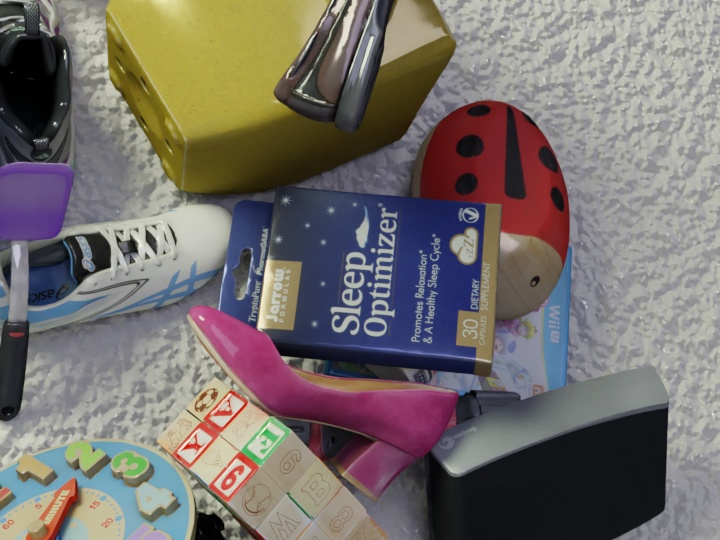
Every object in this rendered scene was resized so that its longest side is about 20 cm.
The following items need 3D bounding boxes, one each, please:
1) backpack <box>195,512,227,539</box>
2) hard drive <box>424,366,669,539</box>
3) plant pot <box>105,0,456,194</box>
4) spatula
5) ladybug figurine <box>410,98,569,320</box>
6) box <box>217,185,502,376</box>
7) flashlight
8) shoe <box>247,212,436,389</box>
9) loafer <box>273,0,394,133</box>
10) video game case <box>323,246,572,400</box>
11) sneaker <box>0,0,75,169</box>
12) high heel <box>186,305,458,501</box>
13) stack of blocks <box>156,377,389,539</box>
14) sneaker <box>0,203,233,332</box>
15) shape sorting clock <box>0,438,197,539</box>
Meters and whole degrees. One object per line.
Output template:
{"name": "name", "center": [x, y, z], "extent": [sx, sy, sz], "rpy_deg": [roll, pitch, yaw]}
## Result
{"name": "backpack", "center": [-0.061, 0.272, 0.774], "extent": [0.200, 0.182, 0.135], "rpy_deg": [42, 75, -13]}
{"name": "hard drive", "center": [0.145, 0.157, 0.895], "extent": [0.198, 0.042, 0.137], "rpy_deg": [-15, 117, -19]}
{"name": "plant pot", "center": [-0.080, -0.168, 0.897], "extent": [0.198, 0.194, 0.197], "rpy_deg": [-29, 83, -17]}
{"name": "spatula", "center": [-0.233, 0.018, 0.814], "extent": [0.056, 0.021, 0.202], "rpy_deg": [0, 116, -27]}
{"name": "ladybug figurine", "center": [0.109, -0.060, 0.959], "extent": [0.134, 0.072, 0.202], "rpy_deg": [5, 59, -15]}
{"name": "box", "center": [-0.002, 0.005, 0.847], "extent": [0.197, 0.032, 0.123], "rpy_deg": [4, 66, 5]}
{"name": "flashlight", "center": [0.025, 0.113, 0.895], "extent": [0.197, 0.069, 0.068], "rpy_deg": [2, 29, -11]}
{"name": "shoe", "center": [0.000, 0.000, 0.906], "extent": [0.200, 0.072, 0.091], "rpy_deg": [40, 67, 22]}
{"name": "loafer", "center": [-0.003, -0.193, 0.786], "extent": [0.062, 0.072, 0.203], "rpy_deg": [15, 80, 2]}
{"name": "video game case", "center": [0.074, 0.031, 0.965], "extent": [0.197, 0.018, 0.145], "rpy_deg": [11, 70, -13]}
{"name": "sneaker", "center": [-0.245, -0.169, 0.870], "extent": [0.077, 0.140, 0.202], "rpy_deg": [-15, 78, -19]}
{"name": "high heel", "center": [-0.021, 0.065, 0.801], "extent": [0.200, 0.067, 0.096], "rpy_deg": [43, 86, -20]}
{"name": "stack of blocks", "center": [-0.036, 0.171, 0.805], "extent": [0.059, 0.115, 0.201], "rpy_deg": [-46, 121, -14]}
{"name": "sneaker", "center": [-0.179, -0.006, 0.877], "extent": [0.198, 0.073, 0.073], "rpy_deg": [-18, 77, -22]}
{"name": "shape sorting clock", "center": [-0.201, 0.178, 0.769], "extent": [0.199, 0.199, 0.040], "rpy_deg": [-32, 123, -22]}
